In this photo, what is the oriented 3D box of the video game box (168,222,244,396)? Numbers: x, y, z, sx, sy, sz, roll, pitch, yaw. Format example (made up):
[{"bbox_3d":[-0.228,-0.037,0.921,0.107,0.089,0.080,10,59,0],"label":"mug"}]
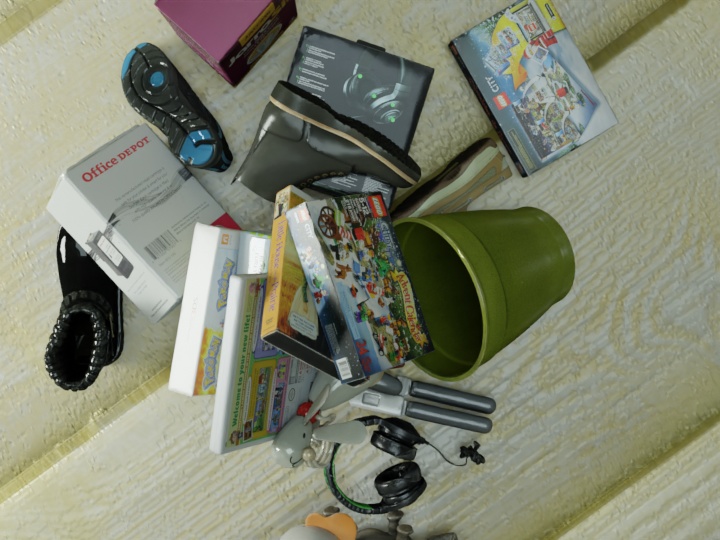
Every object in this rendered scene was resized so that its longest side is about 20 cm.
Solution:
[{"bbox_3d":[-0.145,0.050,1.205,0.047,0.182,0.201,11,93,35],"label":"video game box"}]

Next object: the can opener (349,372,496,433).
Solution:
[{"bbox_3d":[0.077,0.169,1.272,0.199,0.066,0.053,14,79,-2],"label":"can opener"}]

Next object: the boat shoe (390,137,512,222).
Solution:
[{"bbox_3d":[0.112,-0.082,1.263,0.200,0.072,0.076,-38,105,0],"label":"boat shoe"}]

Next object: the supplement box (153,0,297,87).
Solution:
[{"bbox_3d":[-0.154,-0.313,1.176,0.103,0.200,0.131,42,91,-3],"label":"supplement box"}]

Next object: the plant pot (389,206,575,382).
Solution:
[{"bbox_3d":[0.152,0.007,1.195,0.192,0.200,0.201,-21,93,-32],"label":"plant pot"}]

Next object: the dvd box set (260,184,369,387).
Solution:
[{"bbox_3d":[-0.043,0.017,1.122,0.029,0.201,0.146,-27,134,35],"label":"dvd box set"}]

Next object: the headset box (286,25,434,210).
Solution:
[{"bbox_3d":[-0.016,-0.194,1.238,0.173,0.093,0.201,17,91,-2],"label":"headset box"}]

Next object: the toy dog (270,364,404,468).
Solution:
[{"bbox_3d":[-0.017,0.151,1.164,0.096,0.132,0.201,13,77,36],"label":"toy dog"}]

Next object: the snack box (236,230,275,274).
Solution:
[{"bbox_3d":[-0.094,0.053,1.193,0.053,0.142,0.201,11,99,32],"label":"snack box"}]

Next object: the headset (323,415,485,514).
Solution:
[{"bbox_3d":[0.054,0.248,1.258,0.199,0.094,0.124,-5,93,-16],"label":"headset"}]

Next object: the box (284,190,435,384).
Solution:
[{"bbox_3d":[0.002,0.015,1.107,0.038,0.136,0.201,-22,85,39],"label":"box"}]

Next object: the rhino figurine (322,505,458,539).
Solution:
[{"bbox_3d":[0.046,0.362,1.279,0.199,0.060,0.088,5,111,-3],"label":"rhino figurine"}]

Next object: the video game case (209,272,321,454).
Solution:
[{"bbox_3d":[-0.096,0.100,1.138,0.022,0.182,0.201,14,100,34],"label":"video game case"}]

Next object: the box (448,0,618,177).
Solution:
[{"bbox_3d":[0.222,-0.241,1.265,0.136,0.038,0.200,-30,93,0],"label":"box"}]

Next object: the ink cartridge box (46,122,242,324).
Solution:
[{"bbox_3d":[-0.261,-0.060,1.207,0.200,0.083,0.145,48,48,-2],"label":"ink cartridge box"}]

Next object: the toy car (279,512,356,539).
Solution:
[{"bbox_3d":[-0.063,0.391,1.204,0.177,0.184,0.200,41,98,-3],"label":"toy car"}]

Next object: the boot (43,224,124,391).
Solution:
[{"bbox_3d":[-0.341,0.033,1.202,0.079,0.158,0.212,-10,94,1],"label":"boot"}]

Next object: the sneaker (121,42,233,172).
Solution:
[{"bbox_3d":[-0.235,-0.201,1.246,0.073,0.082,0.200,-36,74,10],"label":"sneaker"}]

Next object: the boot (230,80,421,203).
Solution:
[{"bbox_3d":[-0.042,-0.118,1.169,0.200,0.077,0.139,30,106,-5],"label":"boot"}]
